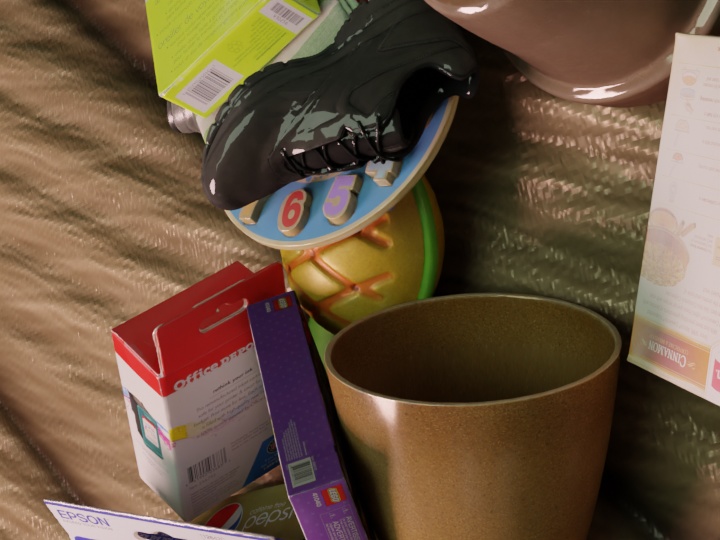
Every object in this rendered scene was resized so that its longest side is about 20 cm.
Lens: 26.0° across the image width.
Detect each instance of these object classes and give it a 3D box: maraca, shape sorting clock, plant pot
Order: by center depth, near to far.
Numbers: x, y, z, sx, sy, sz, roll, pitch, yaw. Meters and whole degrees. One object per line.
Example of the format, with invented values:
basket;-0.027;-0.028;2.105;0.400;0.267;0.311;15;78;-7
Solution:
plant pot;0.120;-0.202;0.939;0.200;0.174;0.201;1;92;42
plant pot;0.076;0.139;1.006;0.186;0.186;0.201;13;114;42
shape sorting clock;-0.020;-0.106;1.058;0.199;0.039;0.201;-20;50;26
maraca;0.000;0.000;1.106;0.137;0.107;0.201;16;111;43

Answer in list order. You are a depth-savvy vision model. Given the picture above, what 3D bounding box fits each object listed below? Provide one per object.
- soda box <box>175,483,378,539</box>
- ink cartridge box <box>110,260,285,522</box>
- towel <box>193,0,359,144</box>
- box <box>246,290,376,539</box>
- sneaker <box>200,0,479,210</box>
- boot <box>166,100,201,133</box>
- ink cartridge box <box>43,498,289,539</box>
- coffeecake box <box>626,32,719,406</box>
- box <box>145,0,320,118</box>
soda box;-0.066;0.209;1.185;0.200;0.064;0.068;-19;123;42
ink cartridge box;-0.112;0.076;1.151;0.067;0.116;0.200;38;145;36
towel;-0.072;-0.173;1.101;0.153;0.023;0.200;-46;44;21
box;-0.027;0.125;1.040;0.200;0.039;0.137;-108;0;-54
sneaker;-0.014;-0.097;0.982;0.200;0.076;0.091;-37;59;10
boot;-0.087;-0.186;1.187;0.130;0.068;0.201;22;109;27
ink cartridge box;-0.107;0.228;1.146;0.197;0.047;0.200;4;134;28
coffeecake box;0.229;-0.026;0.873;0.153;0.073;0.201;-150;66;-68
box;-0.101;-0.219;1.101;0.122;0.048;0.200;-38;47;28
